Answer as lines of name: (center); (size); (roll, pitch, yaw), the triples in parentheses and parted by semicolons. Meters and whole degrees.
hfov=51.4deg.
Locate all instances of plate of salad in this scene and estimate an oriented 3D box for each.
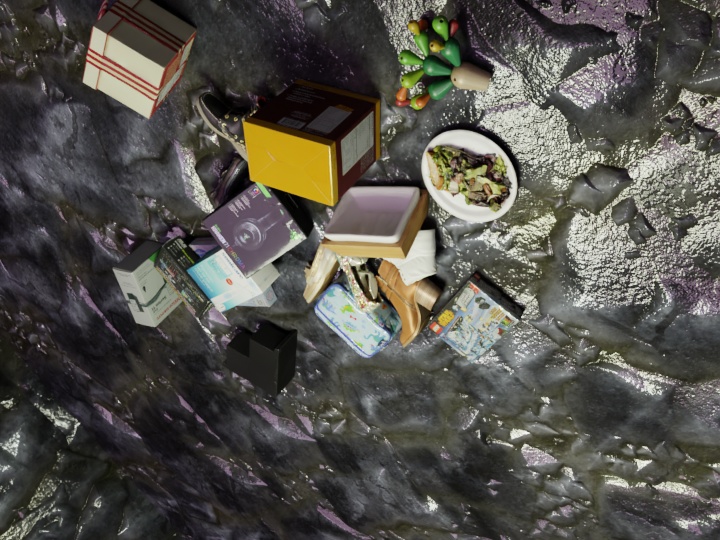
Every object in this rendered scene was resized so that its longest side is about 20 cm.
plate of salad: (0.203, -0.175, 1.441); (0.199, 0.048, 0.201); (20, 133, 22)

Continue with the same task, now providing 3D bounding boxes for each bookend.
bookend: (-0.287, 0.221, 2.109); (0.199, 0.092, 0.200); (25, 134, 19)

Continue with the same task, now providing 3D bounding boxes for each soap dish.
soap dish: (0.035, -0.099, 1.559); (0.199, 0.158, 0.081); (3, 143, 35)

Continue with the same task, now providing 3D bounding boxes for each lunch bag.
lunch bag: (-0.008, 0.111, 1.817); (0.200, 0.083, 0.161); (44, 141, -2)

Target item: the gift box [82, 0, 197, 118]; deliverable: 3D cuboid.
gift box: (-0.478, -0.471, 1.605); (0.186, 0.201, 0.185); (29, 136, -10)

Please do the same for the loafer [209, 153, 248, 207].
loafer: (-0.320, -0.215, 1.784); (0.063, 0.072, 0.200); (42, 142, 5)

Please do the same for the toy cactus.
toy cactus: (0.147, -0.355, 1.316); (0.164, 0.103, 0.201); (16, 133, -1)

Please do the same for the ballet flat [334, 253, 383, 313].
ballet flat: (0.000, 0.000, 1.707); (0.064, 0.075, 0.201); (-16, 100, 46)

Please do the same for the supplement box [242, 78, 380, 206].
supplement box: (-0.090, -0.257, 1.474); (0.196, 0.200, 0.134); (19, 134, 23)

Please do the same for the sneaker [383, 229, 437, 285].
sneaker: (0.076, -0.023, 1.618); (0.199, 0.073, 0.117); (-4, 94, 38)

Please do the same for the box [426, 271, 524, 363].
box: (0.249, 0.107, 1.650); (0.137, 0.040, 0.200); (38, 138, 2)

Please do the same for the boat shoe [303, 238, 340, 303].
boat shoe: (-0.098, -0.003, 1.800); (0.069, 0.074, 0.200); (40, 132, 9)

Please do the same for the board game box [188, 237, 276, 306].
board game box: (-0.342, 0.004, 2.002); (0.199, 0.041, 0.201); (1, 125, 36)

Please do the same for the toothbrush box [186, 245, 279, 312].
toothbrush box: (-0.323, 0.005, 1.896); (0.199, 0.085, 0.147); (-23, 109, 43)

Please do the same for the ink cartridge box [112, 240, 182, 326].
ink cartridge box: (-0.603, 0.039, 2.151); (0.082, 0.147, 0.201); (11, 131, 28)

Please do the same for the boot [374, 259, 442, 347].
boot: (0.092, 0.069, 1.715); (0.154, 0.074, 0.201); (34, 128, 14)

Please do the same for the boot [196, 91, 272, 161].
boot: (-0.251, -0.334, 1.625); (0.200, 0.073, 0.150); (48, 139, -13)

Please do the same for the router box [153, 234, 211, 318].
router box: (-0.470, 0.019, 2.044); (0.200, 0.062, 0.150); (51, 148, 0)

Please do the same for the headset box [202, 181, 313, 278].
headset box: (-0.229, -0.112, 1.735); (0.199, 0.093, 0.175); (-31, 104, 18)
